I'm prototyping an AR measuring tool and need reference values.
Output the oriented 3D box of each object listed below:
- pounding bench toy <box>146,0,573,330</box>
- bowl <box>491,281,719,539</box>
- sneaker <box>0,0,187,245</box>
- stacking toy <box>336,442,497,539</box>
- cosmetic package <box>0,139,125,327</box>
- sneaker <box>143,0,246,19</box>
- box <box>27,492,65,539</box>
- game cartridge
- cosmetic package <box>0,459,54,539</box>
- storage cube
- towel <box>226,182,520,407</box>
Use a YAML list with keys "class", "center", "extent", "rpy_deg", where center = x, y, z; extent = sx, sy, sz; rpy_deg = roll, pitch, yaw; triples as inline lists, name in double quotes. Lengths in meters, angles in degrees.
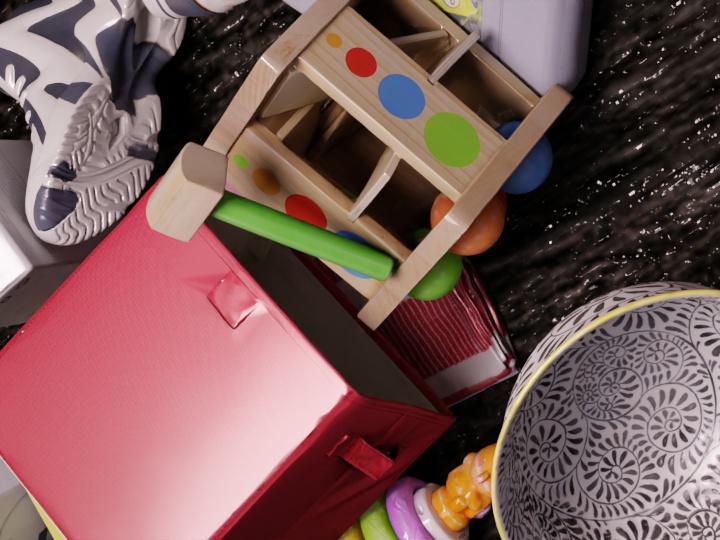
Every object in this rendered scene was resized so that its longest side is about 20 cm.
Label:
- class: "pounding bench toy"
  center: [-0.003, -0.047, 1.111]
  extent: [0.156, 0.200, 0.124]
  rpy_deg: [41, 144, 0]
- class: "bowl"
  center: [0.156, 0.080, 1.119]
  extent: [0.200, 0.094, 0.202]
  rpy_deg: [-5, 118, -10]
- class: "sneaker"
  center: [-0.193, -0.101, 1.280]
  extent: [0.129, 0.079, 0.200]
  rpy_deg: [-6, 63, 36]
- class: "stacking toy"
  center: [0.026, 0.167, 1.270]
  extent: [0.200, 0.116, 0.110]
  rpy_deg: [-38, 77, 23]
- class: "cosmetic package"
  center: [-0.218, -0.024, 1.293]
  extent: [0.074, 0.200, 0.102]
  rpy_deg: [-38, 82, 13]
- class: "sneaker"
  center: [-0.111, -0.245, 1.219]
  extent: [0.079, 0.079, 0.201]
  rpy_deg: [0, 127, 32]
- class: "box"
  center: [-0.156, 0.216, 1.383]
  extent: [0.200, 0.050, 0.075]
  rpy_deg: [55, 171, 26]
- class: "game cartridge"
  center: [0.035, -0.171, 1.146]
  extent: [0.199, 0.041, 0.133]
  rpy_deg: [23, 144, 22]
- class: "cosmetic package"
  center: [-0.278, 0.227, 1.457]
  extent: [0.052, 0.151, 0.201]
  rpy_deg: [26, 119, 25]
- class: "storage cube"
  center: [-0.085, 0.081, 1.187]
  extent: [0.180, 0.171, 0.200]
  rpy_deg: [-46, 69, 9]
- class: "towel"
  center: [0.000, 0.000, 1.268]
  extent: [0.144, 0.023, 0.201]
  rpy_deg: [-30, 88, 39]
